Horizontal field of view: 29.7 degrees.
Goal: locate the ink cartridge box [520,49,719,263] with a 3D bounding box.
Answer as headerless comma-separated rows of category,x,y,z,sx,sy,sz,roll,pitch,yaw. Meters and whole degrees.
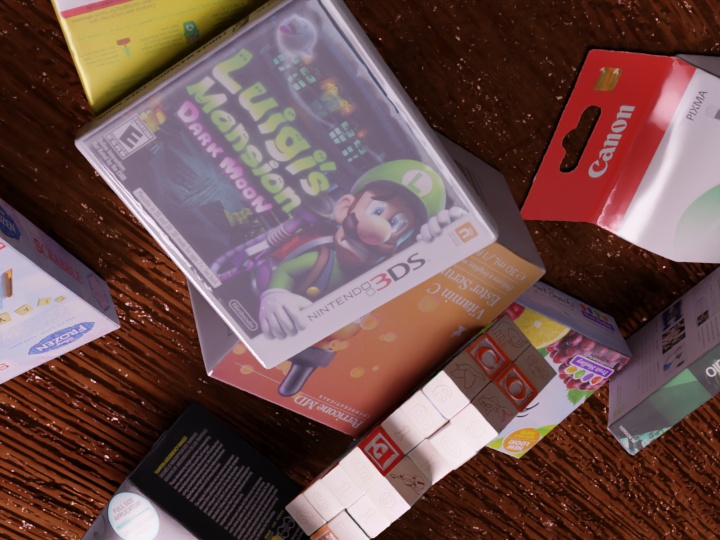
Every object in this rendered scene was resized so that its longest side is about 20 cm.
ink cartridge box,0.235,-0.080,1.000,0.198,0.050,0.162,0,133,-22

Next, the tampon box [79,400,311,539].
tampon box,-0.115,0.238,1.069,0.199,0.126,0.150,38,119,1

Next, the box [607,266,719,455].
box,0.281,0.047,1.075,0.036,0.145,0.200,44,113,-7

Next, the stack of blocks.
stack of blocks,0.041,0.126,0.988,0.115,0.059,0.200,-38,175,-45

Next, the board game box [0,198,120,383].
board game box,-0.289,0.031,0.890,0.198,0.041,0.200,-24,155,5

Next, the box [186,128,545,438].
box,0.000,0.000,0.954,0.152,0.107,0.200,26,120,-37

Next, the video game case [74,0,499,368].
video game case,-0.042,-0.052,0.824,0.181,0.023,0.200,-30,116,17

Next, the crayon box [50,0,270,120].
crayon box,-0.114,-0.155,0.802,0.126,0.051,0.201,-15,136,-4

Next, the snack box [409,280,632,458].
snack box,0.102,0.068,1.094,0.199,0.053,0.142,24,124,-35
